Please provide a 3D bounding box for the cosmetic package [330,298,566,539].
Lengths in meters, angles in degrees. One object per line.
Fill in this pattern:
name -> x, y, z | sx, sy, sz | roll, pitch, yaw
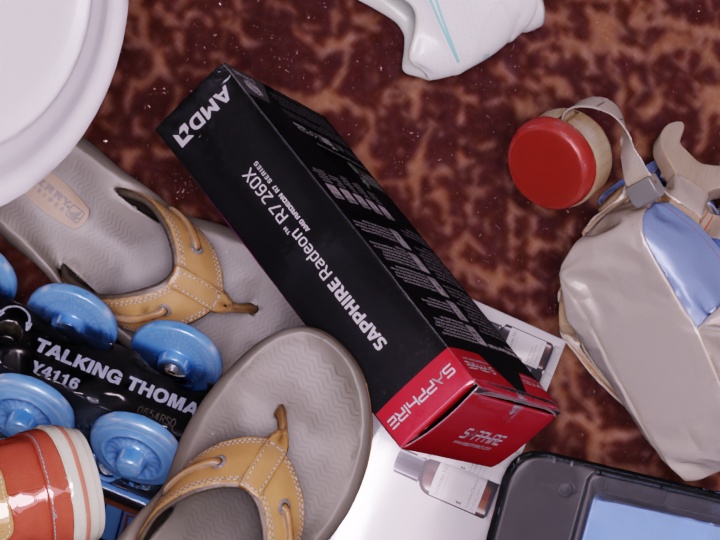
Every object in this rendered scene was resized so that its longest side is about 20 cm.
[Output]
cosmetic package -> 0.026, 0.112, 1.141 | 0.082, 0.051, 0.202 | 22, 85, -6

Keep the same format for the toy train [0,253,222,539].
toy train -> -0.151, 0.064, 1.082 | 0.198, 0.115, 0.087 | 22, 48, 1

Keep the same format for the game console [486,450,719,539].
game console -> 0.154, 0.196, 1.090 | 0.198, 0.119, 0.174 | 14, 95, -11

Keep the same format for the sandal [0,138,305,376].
sandal -> -0.106, -0.009, 1.115 | 0.200, 0.055, 0.082 | 39, 84, -6

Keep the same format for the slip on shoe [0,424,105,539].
slip on shoe -> -0.168, 0.112, 1.000 | 0.061, 0.200, 0.075 | -11, 80, -25

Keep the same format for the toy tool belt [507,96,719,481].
toy tool belt -> 0.158, -0.006, 1.145 | 0.201, 0.124, 0.123 | 58, 40, -4

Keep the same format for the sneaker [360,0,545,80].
sneaker -> 0.008, -0.185, 1.138 | 0.080, 0.070, 0.201 | -36, 94, -5

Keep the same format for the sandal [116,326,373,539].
sandal -> -0.063, 0.107, 0.948 | 0.082, 0.055, 0.200 | 44, 71, 1

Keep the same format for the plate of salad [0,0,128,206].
plate of salad -> -0.181, -0.121, 0.937 | 0.199, 0.048, 0.202 | -6, 99, -42

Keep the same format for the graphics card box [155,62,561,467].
graphics card box -> 0.000, 0.000, 1.065 | 0.051, 0.125, 0.200 | -42, 70, 12
